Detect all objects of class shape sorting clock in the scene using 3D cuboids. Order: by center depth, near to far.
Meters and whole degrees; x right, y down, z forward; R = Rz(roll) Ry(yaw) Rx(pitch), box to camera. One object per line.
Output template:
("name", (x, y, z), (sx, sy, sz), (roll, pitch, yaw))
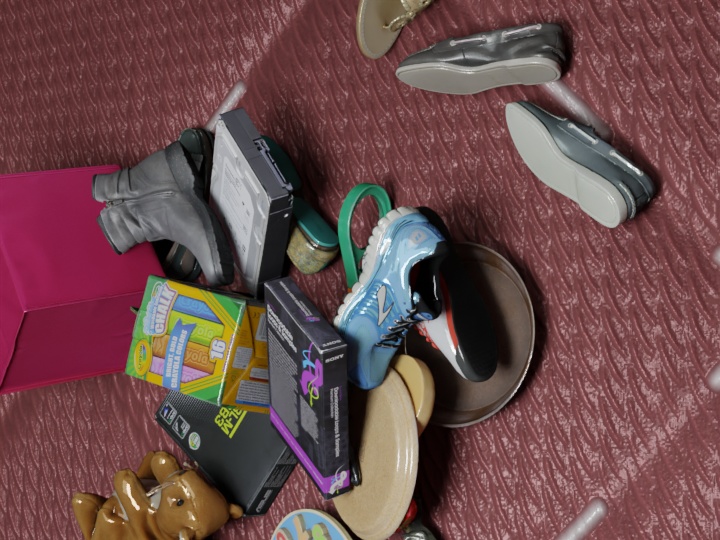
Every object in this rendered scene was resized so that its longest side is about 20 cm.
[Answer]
("shape sorting clock", (-0.052, 0.368, 1.564), (0.200, 0.039, 0.201), (8, 101, 49))

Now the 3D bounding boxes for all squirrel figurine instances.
("squirrel figurine", (-0.220, 0.315, 1.659), (0.186, 0.141, 0.201), (-12, 93, 43))

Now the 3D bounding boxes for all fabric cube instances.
("fabric cube", (-0.380, 0.011, 1.755), (0.200, 0.196, 0.200), (62, 142, 25))

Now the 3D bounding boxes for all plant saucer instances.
("plant saucer", (0.109, 0.070, 1.520), (0.200, 0.034, 0.201), (-6, 80, 35))

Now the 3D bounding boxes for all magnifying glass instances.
("magnifying glass", (0.000, 0.000, 1.594), (0.022, 0.079, 0.201), (15, 102, 37))

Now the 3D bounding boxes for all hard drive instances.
("hard drive", (-0.132, -0.075, 1.646), (0.140, 0.038, 0.200), (58, 154, 27))

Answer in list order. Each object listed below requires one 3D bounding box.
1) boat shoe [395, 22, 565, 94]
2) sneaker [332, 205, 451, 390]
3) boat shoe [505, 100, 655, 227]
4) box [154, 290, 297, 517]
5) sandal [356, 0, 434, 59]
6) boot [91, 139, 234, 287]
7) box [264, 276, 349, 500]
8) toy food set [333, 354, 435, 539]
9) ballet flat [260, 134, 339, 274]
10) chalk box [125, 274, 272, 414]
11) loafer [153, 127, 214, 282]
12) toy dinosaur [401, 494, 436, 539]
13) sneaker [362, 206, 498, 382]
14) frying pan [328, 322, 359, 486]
("boat shoe", (0.134, -0.235, 1.534), (0.199, 0.067, 0.057), (1, 68, 32))
("sneaker", (0.035, 0.039, 1.432), (0.090, 0.078, 0.201), (33, 115, 34))
("boat shoe", (0.227, -0.120, 1.459), (0.062, 0.073, 0.200), (-28, 49, -18))
("box", (-0.137, 0.158, 1.679), (0.193, 0.047, 0.200), (43, 108, 34))
("sandal", (0.065, -0.337, 1.587), (0.070, 0.078, 0.212), (25, 93, 42))
("boot", (-0.237, -0.047, 1.673), (0.131, 0.070, 0.200), (-25, 68, 4))
("box", (-0.057, 0.126, 1.496), (0.143, 0.036, 0.201), (47, 147, 48))
("toy food set", (0.019, 0.194, 1.520), (0.198, 0.049, 0.201), (-22, 67, 60))
("ballet flat", (-0.094, -0.075, 1.676), (0.071, 0.071, 0.200), (-46, 59, 22))
("chalk box", (-0.183, 0.081, 1.621), (0.200, 0.125, 0.124), (13, 89, 37))
("loafer", (-0.226, -0.087, 1.771), (0.072, 0.063, 0.201), (1, 84, 36))
("toy dinosaur", (0.066, 0.335, 1.506), (0.088, 0.047, 0.200), (-38, 66, 18))
("sneaker", (0.070, 0.042, 1.497), (0.108, 0.067, 0.202), (-36, 69, 39))
("frying pan", (-0.025, 0.129, 1.527), (0.190, 0.031, 0.115), (52, 137, 38))
